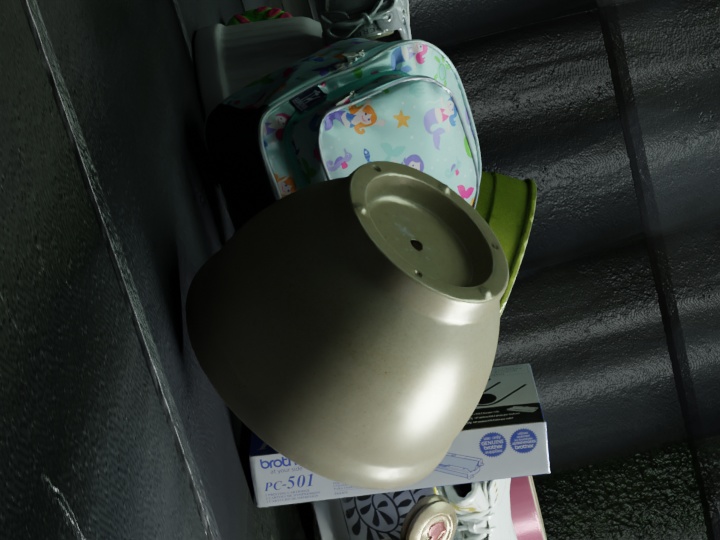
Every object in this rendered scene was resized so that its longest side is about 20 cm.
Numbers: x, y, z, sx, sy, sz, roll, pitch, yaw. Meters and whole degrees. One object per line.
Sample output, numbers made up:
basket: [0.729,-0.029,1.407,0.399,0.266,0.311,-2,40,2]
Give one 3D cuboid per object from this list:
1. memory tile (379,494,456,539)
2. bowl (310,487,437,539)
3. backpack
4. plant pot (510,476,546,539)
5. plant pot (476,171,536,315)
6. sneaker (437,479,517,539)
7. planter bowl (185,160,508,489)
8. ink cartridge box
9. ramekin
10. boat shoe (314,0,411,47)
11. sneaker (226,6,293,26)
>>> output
memory tile: [0.034,0.276,1.360,0.017,0.153,0.200,26,-35,43]
bowl: [0.006,0.177,1.460,0.201,0.094,0.201,167,-90,-86]
backpack: [0.003,-0.083,1.370,0.200,0.151,0.178,-34,116,-37]
plant pot: [0.089,0.245,1.832,0.200,0.179,0.200,-13,90,-86]
plant pot: [0.037,-0.024,1.701,0.200,0.193,0.200,-160,-90,-85]
sneaker: [0.088,0.208,1.497,0.116,0.074,0.200,25,61,-71]
planter bowl: [0.008,0.018,1.145,0.200,0.135,0.200,25,35,-19]
ink cartridge box: [0.025,0.113,1.259,0.094,0.200,0.044,-95,177,-68]
ramekin: [-0.062,-0.119,1.530,0.200,0.105,0.200,-14,90,-86]
boat shoe: [0.009,-0.172,1.458,0.065,0.074,0.202,-105,-175,-56]
sneaker: [-0.050,-0.174,1.692,0.200,0.077,0.084,44,-32,39]
